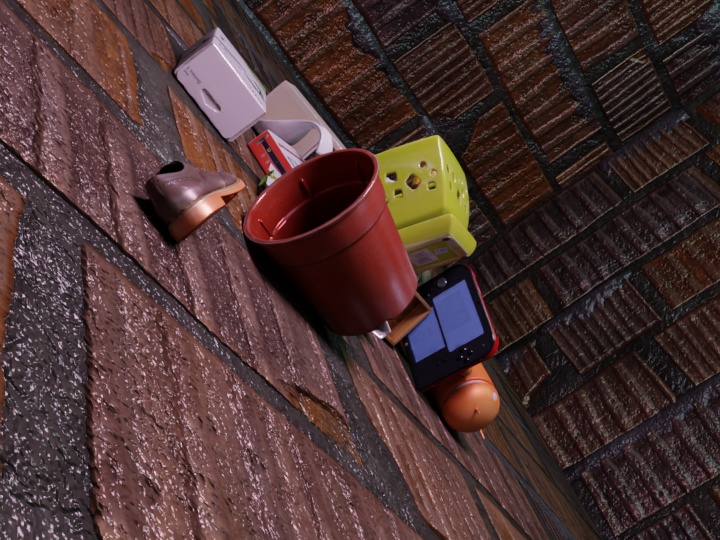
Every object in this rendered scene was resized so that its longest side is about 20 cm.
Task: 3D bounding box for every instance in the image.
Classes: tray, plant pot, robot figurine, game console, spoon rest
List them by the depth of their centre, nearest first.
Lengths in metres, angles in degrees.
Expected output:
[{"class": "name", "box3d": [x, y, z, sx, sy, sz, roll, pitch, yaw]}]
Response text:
[{"class": "plant pot", "box3d": [-0.027, -0.028, 1.234, 0.196, 0.200, 0.201, 61, 4, -31]}, {"class": "tray", "box3d": [0.043, 0.049, 1.592, 0.037, 0.099, 0.200, 47, 0, 41]}, {"class": "game console", "box3d": [0.151, 0.101, 1.642, 0.031, 0.177, 0.200, 38, 30, -49]}, {"class": "plant pot", "box3d": [0.097, -0.103, 1.645, 0.200, 0.198, 0.182, 36, 39, -64]}, {"class": "robot figurine", "box3d": [0.192, 0.225, 1.708, 0.116, 0.144, 0.200, 18, 28, -31]}, {"class": "spoon rest", "box3d": [-0.129, -0.269, 1.772, 0.200, 0.061, 0.099, 21, 0, 40]}]

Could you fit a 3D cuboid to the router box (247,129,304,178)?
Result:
[{"class": "router box", "box3d": [-0.115, -0.157, 1.688, 0.180, 0.049, 0.200, 57, 8, 13]}]

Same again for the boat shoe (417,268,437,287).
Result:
[{"class": "boat shoe", "box3d": [0.119, 0.015, 1.820, 0.200, 0.065, 0.072, -78, 152, -66]}]

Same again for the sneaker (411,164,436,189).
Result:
[{"class": "sneaker", "box3d": [0.136, -0.132, 1.817, 0.090, 0.075, 0.201, -82, 174, -73]}]

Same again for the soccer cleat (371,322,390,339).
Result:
[{"class": "soccer cleat", "box3d": [-0.002, 0.052, 1.442, 0.085, 0.069, 0.200, 55, 2, 29]}]

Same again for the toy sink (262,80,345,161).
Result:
[{"class": "toy sink", "box3d": [-0.130, -0.291, 1.935, 0.200, 0.112, 0.130, 50, 8, -2]}]

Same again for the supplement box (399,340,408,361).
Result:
[{"class": "supplement box", "box3d": [0.131, 0.097, 1.805, 0.200, 0.126, 0.074, -92, 157, -75]}]

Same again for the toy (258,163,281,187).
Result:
[{"class": "toy", "box3d": [-0.096, -0.080, 1.494, 0.200, 0.047, 0.115, 49, 13, -19]}]

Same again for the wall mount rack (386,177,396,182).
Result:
[{"class": "wall mount rack", "box3d": [-0.003, -0.175, 1.850, 0.199, 0.075, 0.174, 15, 41, -21]}]

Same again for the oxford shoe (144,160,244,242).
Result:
[{"class": "oxford shoe", "box3d": [-0.177, -0.091, 0.966, 0.073, 0.071, 0.200, 49, 9, -8]}]

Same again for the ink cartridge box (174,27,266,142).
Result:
[{"class": "ink cartridge box", "box3d": [-0.231, -0.316, 1.517, 0.146, 0.084, 0.200, 52, 8, -22]}]
